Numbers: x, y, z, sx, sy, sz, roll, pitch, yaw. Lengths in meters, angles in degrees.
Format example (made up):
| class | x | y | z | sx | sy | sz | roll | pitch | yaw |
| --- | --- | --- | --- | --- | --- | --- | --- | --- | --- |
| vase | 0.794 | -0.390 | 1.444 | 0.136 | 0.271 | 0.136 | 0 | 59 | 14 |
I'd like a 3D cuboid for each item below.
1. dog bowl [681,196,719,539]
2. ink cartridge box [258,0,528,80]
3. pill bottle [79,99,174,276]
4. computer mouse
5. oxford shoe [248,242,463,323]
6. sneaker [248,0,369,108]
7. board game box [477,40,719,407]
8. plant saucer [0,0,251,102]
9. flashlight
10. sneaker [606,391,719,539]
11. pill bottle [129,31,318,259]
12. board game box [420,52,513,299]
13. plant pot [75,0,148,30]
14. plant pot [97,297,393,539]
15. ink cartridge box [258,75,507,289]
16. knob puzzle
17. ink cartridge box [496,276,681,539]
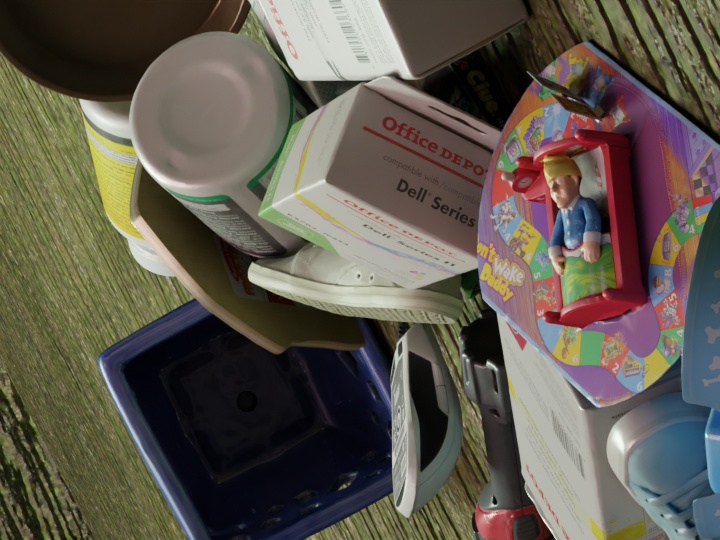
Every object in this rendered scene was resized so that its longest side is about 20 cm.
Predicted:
| class | x | y | z | sx | sy | sz | roll | pitch | yaw |
| --- | --- | --- | --- | --- | --- | --- | --- | --- | --- |
| dog bowl | 0.201 | 0.054 | 1.399 | 0.049 | 0.112 | 0.201 | 7 | 137 | 18 |
| ink cartridge box | -0.001 | -0.193 | 1.629 | 0.147 | 0.084 | 0.200 | 65 | 163 | -13 |
| pill bottle | -0.155 | -0.090 | 2.196 | 0.113 | 0.112 | 0.201 | 49 | 159 | 35 |
| computer mouse | 0.045 | 0.073 | 1.875 | 0.110 | 0.044 | 0.201 | 109 | 162 | -61 |
| oxford shoe | 0.000 | 0.000 | 1.840 | 0.199 | 0.075 | 0.058 | 3 | 80 | 52 |
| sneaker | -0.048 | -0.182 | 1.813 | 0.201 | 0.070 | 0.080 | 65 | 166 | -12 |
| board game box | 0.112 | -0.026 | 1.480 | 0.200 | 0.039 | 0.159 | 46 | 119 | 47 |
| plant saucer | -0.171 | -0.210 | 1.932 | 0.030 | 0.199 | 0.201 | -107 | 0 | -56 |
| flashlight | 0.100 | 0.115 | 1.868 | 0.067 | 0.068 | 0.201 | 16 | 134 | 30 |
| sneaker | 0.203 | 0.139 | 1.519 | 0.200 | 0.074 | 0.082 | 46 | -170 | -46 |
| pill bottle | -0.070 | -0.074 | 1.881 | 0.113 | 0.113 | 0.200 | 53 | -177 | 25 |
| board game box | 0.066 | -0.062 | 1.747 | 0.105 | 0.023 | 0.200 | 56 | 162 | 12 |
| plant pot | -0.216 | -0.275 | 1.996 | 0.185 | 0.200 | 0.200 | 56 | 166 | -21 |
| plant pot | -0.085 | 0.105 | 2.171 | 0.201 | 0.199 | 0.180 | 63 | 170 | -6 |
| ink cartridge box | 0.023 | -0.050 | 1.654 | 0.117 | 0.068 | 0.200 | 25 | 167 | -12 |
| knob puzzle | -0.097 | -0.023 | 1.983 | 0.030 | 0.219 | 0.221 | -37 | 79 | 30 |
| ink cartridge box | 0.145 | 0.086 | 1.606 | 0.201 | 0.083 | 0.146 | 79 | 167 | -45 |
